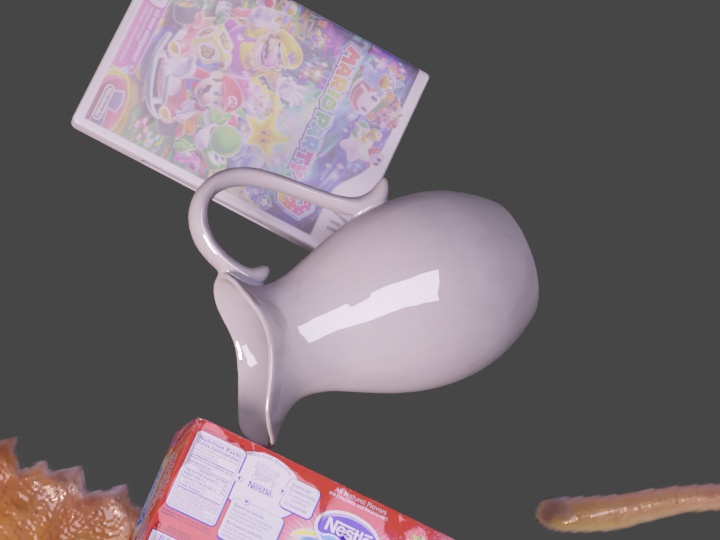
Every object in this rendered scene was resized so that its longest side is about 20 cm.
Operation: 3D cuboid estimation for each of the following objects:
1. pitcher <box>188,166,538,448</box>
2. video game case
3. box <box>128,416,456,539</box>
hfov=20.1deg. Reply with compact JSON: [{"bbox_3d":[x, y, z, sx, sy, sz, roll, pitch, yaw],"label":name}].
[{"bbox_3d":[0.000,0.000,1.281,0.198,0.121,0.173,-19,91,-20],"label":"pitcher"},{"bbox_3d":[-0.071,-0.113,1.341,0.199,0.018,0.144,27,76,-8],"label":"video game case"},{"bbox_3d":[-0.039,0.179,1.265,0.199,0.095,0.100,26,78,-7],"label":"box"}]
